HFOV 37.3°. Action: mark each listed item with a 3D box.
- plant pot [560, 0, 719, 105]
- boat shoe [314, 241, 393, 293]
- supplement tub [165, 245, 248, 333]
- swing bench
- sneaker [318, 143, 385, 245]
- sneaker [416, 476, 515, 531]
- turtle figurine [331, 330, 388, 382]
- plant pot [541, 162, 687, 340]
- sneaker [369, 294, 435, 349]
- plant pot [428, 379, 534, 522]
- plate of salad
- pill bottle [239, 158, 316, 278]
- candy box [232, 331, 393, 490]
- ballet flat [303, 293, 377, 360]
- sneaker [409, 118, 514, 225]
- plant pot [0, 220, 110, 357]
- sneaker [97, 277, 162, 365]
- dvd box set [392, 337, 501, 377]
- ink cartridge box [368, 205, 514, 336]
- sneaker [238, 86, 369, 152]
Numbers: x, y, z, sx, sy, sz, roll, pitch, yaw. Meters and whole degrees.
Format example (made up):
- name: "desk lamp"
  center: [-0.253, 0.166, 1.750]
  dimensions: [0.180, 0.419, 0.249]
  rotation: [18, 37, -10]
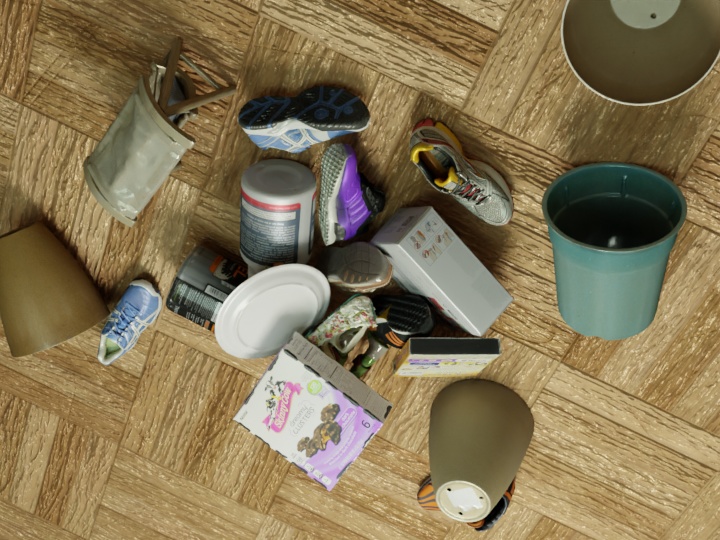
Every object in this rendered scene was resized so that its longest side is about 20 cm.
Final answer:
- name: "plant pot"
  center: [0.362, -0.332, 1.364]
  dimensions: [0.198, 0.135, 0.202]
  rotation: [8, 125, 12]
- name: "boat shoe"
  center: [0.000, 0.000, 1.704]
  dimensions: [0.071, 0.076, 0.200]
  rotation: [28, 171, -29]
- name: "supplement tub"
  center: [-0.218, 0.053, 1.809]
  dimensions: [0.199, 0.123, 0.123]
  rotation: [27, 127, -2]
- name: "swing bench"
  center: [-0.314, -0.209, 1.616]
  dimensions: [0.129, 0.200, 0.199]
  rotation: [39, 125, -10]
- name: "sneaker"
  center: [-0.008, -0.124, 1.649]
  dimensions: [0.099, 0.070, 0.201]
  rotation: [-7, 144, -13]
- name: "sneaker"
  center: [0.182, 0.418, 1.933]
  dimensions: [0.199, 0.112, 0.078]
  rotation: [-22, 114, 28]
- name: "turtle figurine"
  center: [-0.050, 0.175, 1.850]
  dimensions: [0.143, 0.200, 0.195]
  rotation: [33, 102, 1]
- name: "plant pot"
  center: [0.362, -0.018, 1.549]
  dimensions: [0.198, 0.201, 0.197]
  rotation: [5, 131, 14]
- name: "sneaker"
  center: [0.077, 0.092, 1.736]
  dimensions: [0.090, 0.070, 0.200]
  rotation: [47, 162, -23]
- name: "plant pot"
  center: [0.190, 0.320, 1.812]
  dimensions: [0.186, 0.200, 0.189]
  rotation: [8, 124, 12]
- name: "plate of salad"
  center: [-0.142, 0.061, 1.701]
  dimensions: [0.199, 0.048, 0.201]
  rotation: [-20, 139, -18]
- name: "pill bottle"
  center: [-0.134, -0.064, 1.706]
  dimensions: [0.118, 0.120, 0.201]
  rotation: [12, 125, 9]
- name: "candy box"
  center: [-0.078, 0.227, 1.719]
  dimensions: [0.199, 0.072, 0.168]
  rotation: [36, 116, 0]
- name: "ballet flat"
  center: [-0.050, 0.114, 1.737]
  dimensions: [0.200, 0.075, 0.064]
  rotation: [-40, 71, 29]
- name: "sneaker"
  center: [0.146, -0.133, 1.597]
  dimensions: [0.200, 0.082, 0.078]
  rotation: [39, 125, -11]
- name: "plant pot"
  center: [-0.568, 0.023, 1.879]
  dimensions: [0.185, 0.186, 0.201]
  rotation: [-16, 104, 26]
- name: "sneaker"
  center: [-0.418, 0.096, 1.928]
  dimensions: [0.075, 0.077, 0.201]
  rotation: [30, 125, -2]
- name: "dvd box set"
  center: [0.135, 0.141, 1.719]
  dimensions: [0.145, 0.030, 0.200]
  rotation: [0, 165, -5]
- name: "ink cartridge box"
  center: [0.116, -0.001, 1.672]
  dimensions: [0.200, 0.084, 0.175]
  rotation: [47, 168, -15]
- name: "sneaker"
  center: [-0.080, -0.225, 1.615]
  dimensions: [0.198, 0.076, 0.077]
  rotation: [0, 149, 15]
